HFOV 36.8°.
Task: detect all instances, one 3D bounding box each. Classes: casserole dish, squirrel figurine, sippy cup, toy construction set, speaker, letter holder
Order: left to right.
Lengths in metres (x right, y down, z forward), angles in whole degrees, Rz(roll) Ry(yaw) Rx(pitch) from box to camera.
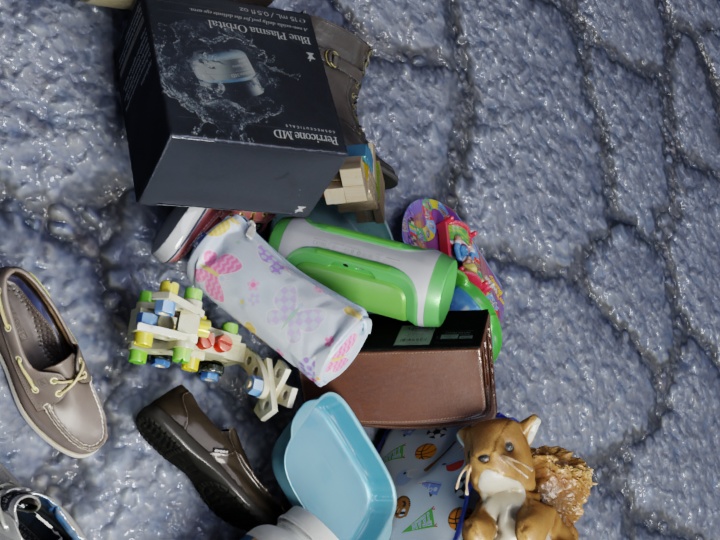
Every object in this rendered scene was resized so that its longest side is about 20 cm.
[{"bbox_3d":[-0.155,0.077,1.101,0.199,0.130,0.093,36,59,-29],"label":"toy construction set"},{"bbox_3d":[-0.030,0.221,1.136,0.121,0.039,0.201,-52,123,-40],"label":"casserole dish"},{"bbox_3d":[0.000,0.000,1.166,0.088,0.198,0.089,14,90,-76],"label":"speaker"},{"bbox_3d":[0.044,0.130,1.186,0.101,0.198,0.144,-60,145,-66],"label":"letter holder"},{"bbox_3d":[0.080,0.089,1.299,0.130,0.139,0.179,-32,99,-41],"label":"sippy cup"},{"bbox_3d":[0.164,0.243,1.127,0.199,0.140,0.189,-6,78,-61],"label":"squirrel figurine"}]

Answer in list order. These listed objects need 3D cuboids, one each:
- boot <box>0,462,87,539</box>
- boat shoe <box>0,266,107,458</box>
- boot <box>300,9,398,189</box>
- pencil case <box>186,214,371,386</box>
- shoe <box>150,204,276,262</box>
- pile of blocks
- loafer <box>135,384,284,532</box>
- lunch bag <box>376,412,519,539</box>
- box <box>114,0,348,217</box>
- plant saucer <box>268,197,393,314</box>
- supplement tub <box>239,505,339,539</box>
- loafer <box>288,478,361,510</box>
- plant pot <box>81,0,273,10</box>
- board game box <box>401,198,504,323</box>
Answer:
[{"bbox_3d":[-0.319,0.195,0.949,0.200,0.095,0.074,47,53,-22],"label":"boot"},{"bbox_3d":[-0.295,0.088,1.022,0.072,0.059,0.202,-35,102,-41],"label":"boat shoe"},{"bbox_3d":[-0.013,-0.212,1.343,0.199,0.069,0.176,32,60,-29],"label":"boot"},{"bbox_3d":[-0.084,0.029,1.111,0.199,0.083,0.091,38,82,17],"label":"pencil case"},{"bbox_3d":[-0.145,-0.064,1.185,0.091,0.071,0.201,43,50,-18],"label":"shoe"},{"bbox_3d":[-0.015,-0.105,1.228,0.200,0.061,0.083,38,48,-79],"label":"pile of blocks"},{"bbox_3d":[-0.141,0.195,1.120,0.200,0.073,0.072,51,52,-20],"label":"loafer"},{"bbox_3d":[0.093,0.260,1.242,0.124,0.169,0.202,43,53,-39],"label":"lunch bag"},{"bbox_3d":[-0.138,-0.173,1.131,0.195,0.118,0.202,2,57,-30],"label":"box"},{"bbox_3d":[-0.038,-0.011,1.291,0.199,0.036,0.202,12,71,-38],"label":"plant saucer"},{"bbox_3d":[-0.099,0.341,1.045,0.200,0.144,0.145,-39,105,-24],"label":"supplement tub"},{"bbox_3d":[-0.061,0.301,1.170,0.072,0.063,0.201,46,53,-25],"label":"loafer"},{"bbox_3d":[-0.212,-0.353,1.150,0.199,0.187,0.189,-21,93,-28],"label":"plant pot"},{"bbox_3d":[0.137,-0.014,1.404,0.201,0.039,0.158,59,34,0],"label":"board game box"}]
